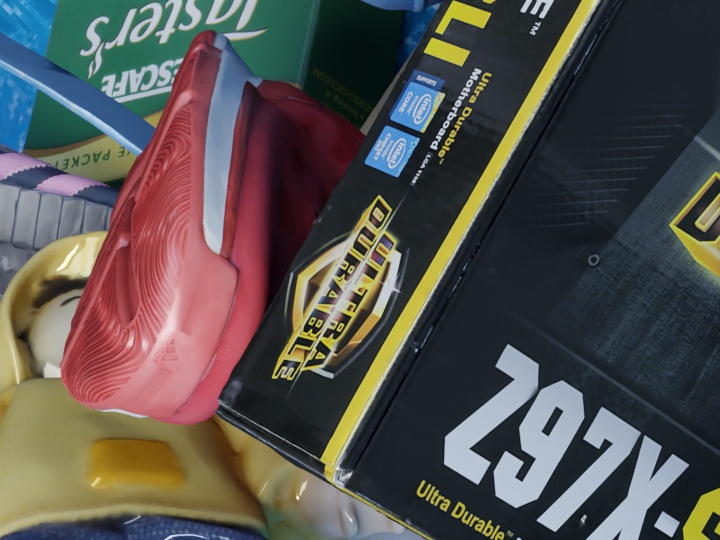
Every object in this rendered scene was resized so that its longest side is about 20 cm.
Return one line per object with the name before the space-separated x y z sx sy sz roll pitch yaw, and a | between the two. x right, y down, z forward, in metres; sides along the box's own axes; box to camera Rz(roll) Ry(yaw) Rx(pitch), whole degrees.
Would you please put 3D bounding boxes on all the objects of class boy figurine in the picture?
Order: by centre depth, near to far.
boy figurine | -0.052 0.052 0.686 0.124 0.065 0.200 -3 24 -4

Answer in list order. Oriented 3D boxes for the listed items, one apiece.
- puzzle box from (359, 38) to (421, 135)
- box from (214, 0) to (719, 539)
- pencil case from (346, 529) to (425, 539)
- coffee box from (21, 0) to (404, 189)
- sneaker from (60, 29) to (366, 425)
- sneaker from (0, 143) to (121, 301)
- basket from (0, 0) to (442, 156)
puzzle box | 0.083 -0.071 0.809 0.133 0.025 0.200 33 90 47
box | 0.082 0.006 0.633 0.049 0.200 0.160 27 85 49
pencil case | -0.044 0.140 0.694 0.091 0.083 0.200 37 54 16
coffee box | -0.038 -0.109 0.928 0.123 0.044 0.201 -8 61 38
sneaker | 0.000 0.000 0.678 0.200 0.115 0.079 -86 21 -71
sneaker | -0.093 -0.007 0.867 0.199 0.082 0.070 23 109 7
basket | -0.033 -0.118 0.787 0.200 0.176 0.139 -59 -4 24
